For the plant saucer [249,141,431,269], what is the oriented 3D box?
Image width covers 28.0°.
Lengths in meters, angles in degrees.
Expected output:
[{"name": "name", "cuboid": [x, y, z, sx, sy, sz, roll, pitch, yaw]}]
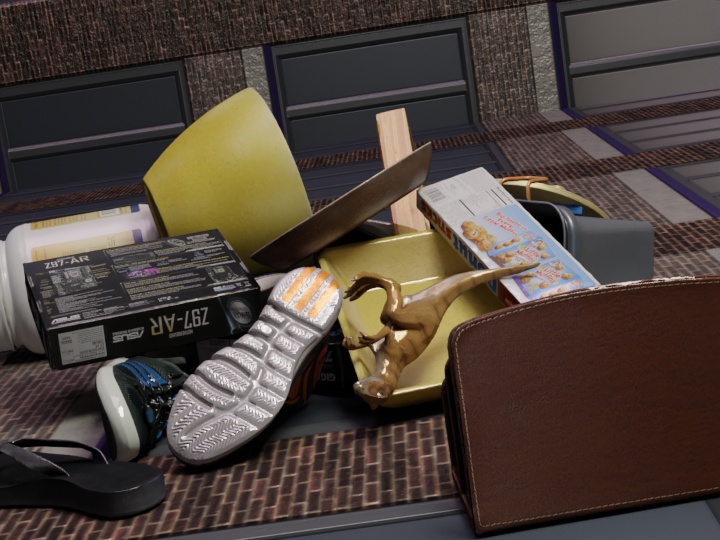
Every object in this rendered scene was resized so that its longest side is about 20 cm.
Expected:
[{"name": "plant saucer", "cuboid": [-0.012, -0.054, 1.339, 0.199, 0.032, 0.200, -32, 3, 2]}]

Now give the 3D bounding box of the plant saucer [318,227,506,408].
[{"name": "plant saucer", "cuboid": [0.079, 0.042, 1.240, 0.198, 0.049, 0.201, -11, 39, -8]}]

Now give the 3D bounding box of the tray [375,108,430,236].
[{"name": "tray", "cuboid": [0.051, -0.060, 1.505, 0.037, 0.099, 0.201, -12, 54, 5]}]

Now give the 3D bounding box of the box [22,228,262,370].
[{"name": "box", "cuboid": [-0.207, 0.023, 1.357, 0.198, 0.044, 0.160, -11, 25, -18]}]

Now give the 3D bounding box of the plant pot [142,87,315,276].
[{"name": "plant pot", "cuboid": [-0.146, -0.072, 1.519, 0.141, 0.202, 0.200, -22, 14, -12]}]

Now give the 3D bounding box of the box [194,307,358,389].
[{"name": "box", "cuboid": [-0.023, 0.060, 1.379, 0.197, 0.050, 0.199, 3, 16, 42]}]

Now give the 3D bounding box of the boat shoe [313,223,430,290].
[{"name": "boat shoe", "cuboid": [0.000, 0.000, 1.393, 0.066, 0.071, 0.199, -12, 19, -31]}]

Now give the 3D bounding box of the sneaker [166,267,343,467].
[{"name": "sneaker", "cuboid": [-0.080, 0.098, 1.181, 0.077, 0.112, 0.200, 34, 62, 17]}]

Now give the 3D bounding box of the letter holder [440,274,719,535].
[{"name": "letter holder", "cuboid": [0.154, 0.071, 0.934, 0.198, 0.144, 0.101, -9, 11, -2]}]

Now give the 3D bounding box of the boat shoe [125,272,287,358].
[{"name": "boat shoe", "cuboid": [-0.161, 0.027, 1.464, 0.199, 0.075, 0.093, -20, 55, -27]}]

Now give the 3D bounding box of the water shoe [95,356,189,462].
[{"name": "water shoe", "cuboid": [-0.177, 0.103, 1.211, 0.078, 0.072, 0.200, -12, 11, -6]}]

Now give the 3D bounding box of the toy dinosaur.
[{"name": "toy dinosaur", "cuboid": [0.044, 0.036, 1.179, 0.200, 0.106, 0.061, -46, -11, -29]}]

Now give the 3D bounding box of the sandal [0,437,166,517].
[{"name": "sandal", "cuboid": [-0.227, 0.149, 1.099, 0.199, 0.043, 0.076, -1, 13, 33]}]

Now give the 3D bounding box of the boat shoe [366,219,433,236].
[{"name": "boat shoe", "cuboid": [0.069, -0.029, 1.584, 0.200, 0.061, 0.072, 18, 28, 26]}]

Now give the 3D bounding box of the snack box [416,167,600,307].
[{"name": "snack box", "cuboid": [0.125, -0.023, 1.258, 0.071, 0.024, 0.200, -19, 41, -19]}]

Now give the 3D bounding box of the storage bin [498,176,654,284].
[{"name": "storage bin", "cuboid": [0.189, -0.019, 1.420, 0.133, 0.147, 0.199, -3, 7, -31]}]

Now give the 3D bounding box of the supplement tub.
[{"name": "supplement tub", "cuboid": [-0.312, 0.012, 1.596, 0.198, 0.146, 0.144, -10, 11, -9]}]

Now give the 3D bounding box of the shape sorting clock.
[{"name": "shape sorting clock", "cuboid": [0.179, -0.054, 1.581, 0.198, 0.040, 0.200, 11, -25, 5]}]
